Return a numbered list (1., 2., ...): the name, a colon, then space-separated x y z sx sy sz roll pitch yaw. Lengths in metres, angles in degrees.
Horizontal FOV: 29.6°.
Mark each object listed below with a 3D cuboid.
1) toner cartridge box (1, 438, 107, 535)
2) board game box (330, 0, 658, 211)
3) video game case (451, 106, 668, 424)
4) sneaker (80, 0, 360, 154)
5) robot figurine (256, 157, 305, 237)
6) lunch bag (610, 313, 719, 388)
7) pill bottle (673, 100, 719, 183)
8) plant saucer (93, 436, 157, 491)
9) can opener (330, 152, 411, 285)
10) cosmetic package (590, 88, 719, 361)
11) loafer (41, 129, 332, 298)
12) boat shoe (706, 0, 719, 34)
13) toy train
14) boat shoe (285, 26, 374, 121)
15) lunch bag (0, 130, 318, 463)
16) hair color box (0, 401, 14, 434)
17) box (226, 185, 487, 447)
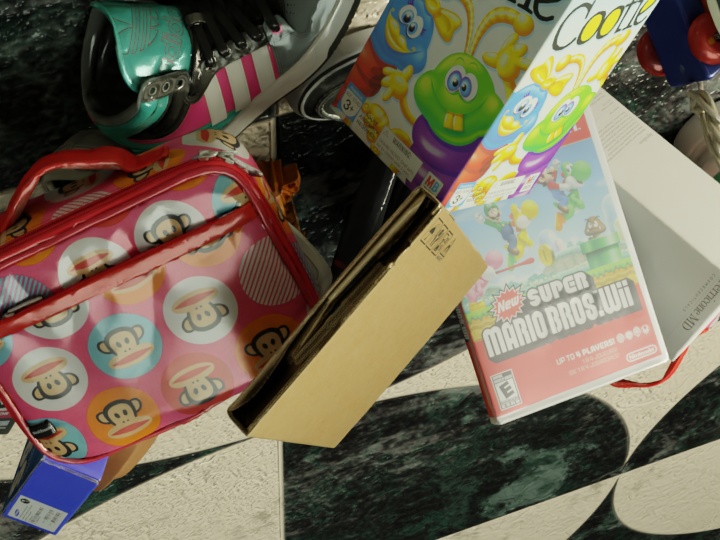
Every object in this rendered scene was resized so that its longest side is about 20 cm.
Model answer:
1. toner cartridge box: -0.191 0.075 0.959 0.043 0.200 0.095 25 138 -18
2. board game box: 0.089 -0.145 0.797 0.105 0.103 0.200 -15 144 -48
3. video game case: 0.127 -0.008 0.968 0.143 0.200 0.017 -18 -179 -17
4. sneaker: -0.096 -0.142 0.805 0.200 0.084 0.121 -43 152 25
5. robot figurine: -0.061 0.021 1.031 0.058 0.145 0.200 -7 139 -1
6. lunch bag: 0.210 0.020 1.166 0.200 0.176 0.082 -29 169 21
7. pill bottle: 0.350 -0.048 1.155 0.113 0.200 0.113 -18 151 -11
8. plant saucer: -0.152 0.067 0.988 0.032 0.201 0.200 26 131 -16
9. can opener: 0.000 0.000 0.930 0.063 0.079 0.200 -2 115 -51
10. cosmetic package: 0.207 -0.042 1.051 0.085 0.200 0.108 -37 162 -39
11. loafer: -0.114 -0.022 0.886 0.200 0.070 0.070 26 120 -1
12. boat shoe: 0.253 -0.206 0.847 0.075 0.200 0.062 -27 -169 -33
13. toy train: 0.254 -0.166 0.921 0.116 0.200 0.085 -26 -171 -14
14. boat shoe: 0.048 -0.124 0.946 0.199 0.068 0.074 -8 147 -26
15. lunch bag: -0.136 0.005 0.808 0.200 0.082 0.176 -25 119 2
16. hair color box: -0.278 0.045 0.991 0.099 0.061 0.200 1 142 -37
17. box: 0.006 0.037 0.813 0.164 0.021 0.200 -50 165 1
